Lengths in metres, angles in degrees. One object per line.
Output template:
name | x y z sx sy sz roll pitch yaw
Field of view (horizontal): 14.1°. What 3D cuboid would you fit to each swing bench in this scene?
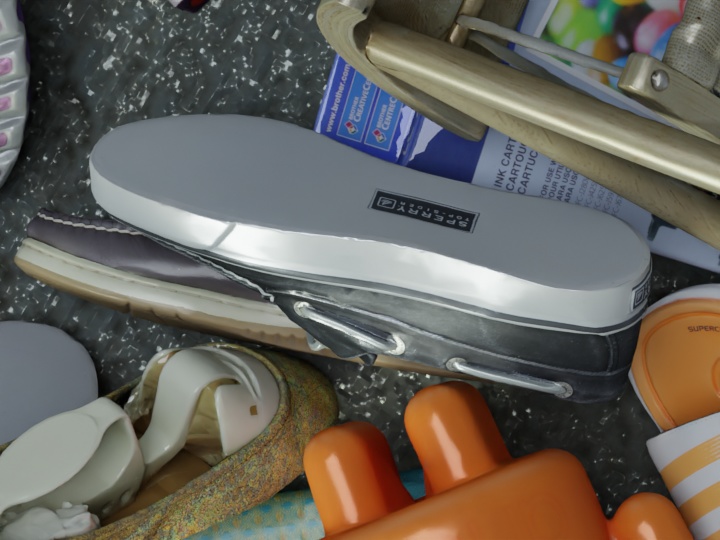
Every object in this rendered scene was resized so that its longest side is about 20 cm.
swing bench | 0.112 -0.125 0.955 0.200 0.130 0.199 25 83 2

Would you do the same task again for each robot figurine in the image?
robot figurine | 0.045 0.140 1.010 0.144 0.117 0.200 -21 86 -30

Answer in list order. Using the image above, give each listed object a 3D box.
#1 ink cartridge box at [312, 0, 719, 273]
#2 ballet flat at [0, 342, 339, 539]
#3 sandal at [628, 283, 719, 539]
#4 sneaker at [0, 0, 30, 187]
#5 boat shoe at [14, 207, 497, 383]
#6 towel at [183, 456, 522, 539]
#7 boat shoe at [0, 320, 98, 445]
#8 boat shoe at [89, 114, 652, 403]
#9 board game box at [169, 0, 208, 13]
ink cartridge box | 0.094 -0.071 1.037 0.200 0.042 0.119 17 93 -2
ballet flat | -0.078 0.064 1.024 0.071 0.200 0.071 27 131 36
sandal | 0.161 0.096 1.024 0.079 0.059 0.207 -41 81 36
sneaker | -0.159 -0.124 1.100 0.080 0.088 0.200 -1 112 12
boat shoe | -0.026 -0.004 1.074 0.200 0.072 0.065 11 87 8
towel | -0.009 0.152 1.087 0.200 0.022 0.147 -9 88 10
boat shoe | -0.147 0.102 1.061 0.072 0.200 0.066 15 134 -2
boat shoe | 0.000 0.000 1.007 0.200 0.072 0.068 13 124 9
board game box | -0.029 -0.206 1.096 0.200 0.032 0.120 -41 78 9
